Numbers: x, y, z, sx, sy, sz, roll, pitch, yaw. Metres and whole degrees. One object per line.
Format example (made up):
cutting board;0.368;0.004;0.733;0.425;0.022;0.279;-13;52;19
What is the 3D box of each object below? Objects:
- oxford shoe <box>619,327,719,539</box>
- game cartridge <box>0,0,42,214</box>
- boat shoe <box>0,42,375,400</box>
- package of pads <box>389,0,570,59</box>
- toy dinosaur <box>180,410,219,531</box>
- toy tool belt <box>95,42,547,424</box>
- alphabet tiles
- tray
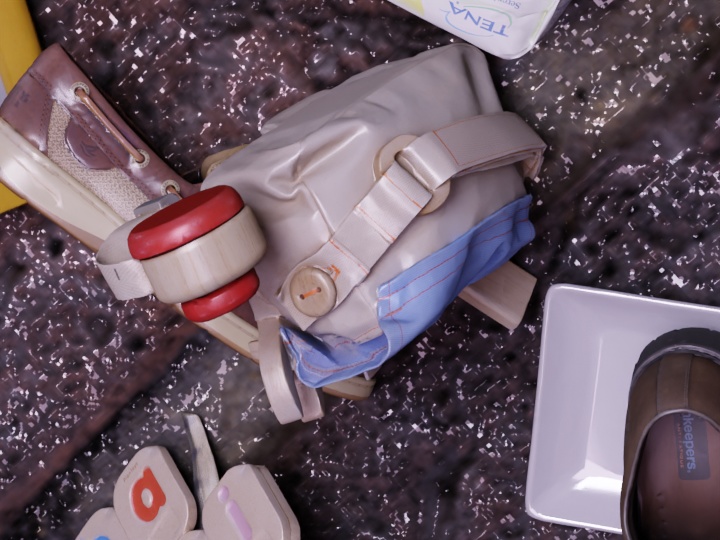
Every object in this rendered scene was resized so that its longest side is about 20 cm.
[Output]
oxford shoe;0.136;0.132;1.121;0.072;0.084;0.201;-9;108;16
game cartridge;-0.222;-0.101;1.132;0.176;0.032;0.201;-23;106;-24
boat shoe;-0.064;-0.021;1.150;0.200;0.072;0.072;36;92;-11
package of pads;0.003;-0.163;1.042;0.199;0.155;0.068;28;113;4
toy dinosaur;-0.044;0.166;1.226;0.088;0.047;0.201;7;106;20
toy tool belt;0.000;0.000;1.078;0.124;0.200;0.123;-17;104;39
alphabet tiles;-0.076;0.184;1.194;0.200;0.015;0.196;-54;50;27
tray;0.171;0.067;1.146;0.199;0.022;0.108;9;109;12
